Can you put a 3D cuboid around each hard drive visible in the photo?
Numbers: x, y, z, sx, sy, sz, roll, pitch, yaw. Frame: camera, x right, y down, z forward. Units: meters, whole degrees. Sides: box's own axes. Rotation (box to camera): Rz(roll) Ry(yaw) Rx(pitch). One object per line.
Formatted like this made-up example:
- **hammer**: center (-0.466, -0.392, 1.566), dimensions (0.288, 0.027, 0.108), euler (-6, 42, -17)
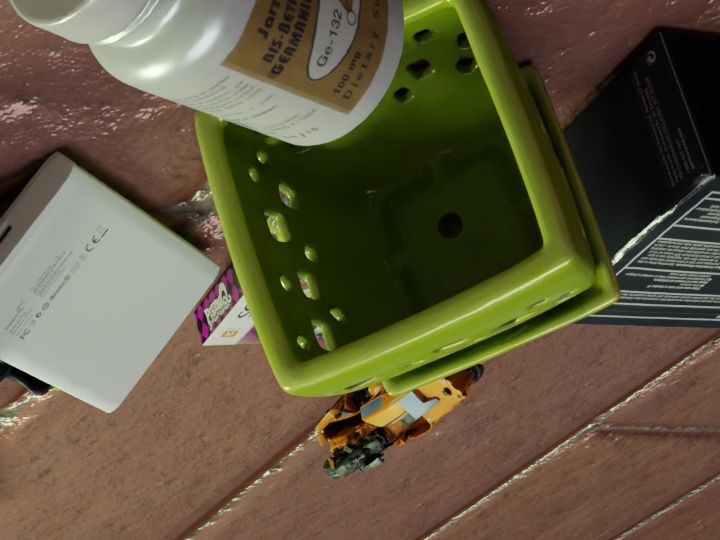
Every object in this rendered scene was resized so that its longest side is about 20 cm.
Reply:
- **hard drive**: center (-0.184, 0.013, 1.238), dimensions (0.132, 0.027, 0.200), euler (-53, 149, -1)

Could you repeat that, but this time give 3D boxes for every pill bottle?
- **pill bottle**: center (-0.079, -0.141, 0.953), dimensions (0.114, 0.115, 0.200), euler (-32, 150, 31)

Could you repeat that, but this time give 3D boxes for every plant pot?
- **plant pot**: center (0.041, -0.036, 1.153), dimensions (0.199, 0.201, 0.181), euler (-25, 161, 18)

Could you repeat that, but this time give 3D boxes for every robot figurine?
- **robot figurine**: center (0.037, 0.099, 1.533), dimensions (0.200, 0.058, 0.145), euler (-36, -170, 45)

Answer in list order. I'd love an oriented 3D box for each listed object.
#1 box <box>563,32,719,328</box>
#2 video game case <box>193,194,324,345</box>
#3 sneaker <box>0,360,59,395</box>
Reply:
- **box**: center (0.243, -0.057, 1.305), dimensions (0.199, 0.124, 0.198), euler (3, 148, -32)
- **video game case**: center (0.000, 0.000, 1.380), dimensions (0.199, 0.036, 0.181), euler (0, 152, -30)
- **sneaker**: center (-0.257, 0.037, 1.247), dimensions (0.072, 0.083, 0.200), euler (-28, 152, 24)
